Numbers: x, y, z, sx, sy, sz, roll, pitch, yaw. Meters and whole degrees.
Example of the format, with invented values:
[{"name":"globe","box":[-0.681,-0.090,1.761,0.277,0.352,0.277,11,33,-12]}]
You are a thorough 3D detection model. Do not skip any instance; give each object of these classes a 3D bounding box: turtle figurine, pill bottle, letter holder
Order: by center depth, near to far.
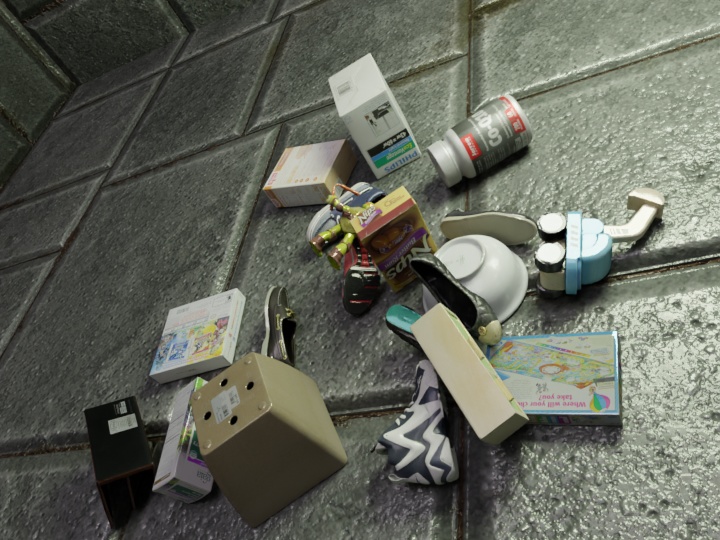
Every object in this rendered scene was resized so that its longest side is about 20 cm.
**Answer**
[{"name":"letter holder","box":[-0.462,0.373,1.179,0.099,0.144,0.200,-13,33,-24]},{"name":"turtle figurine","box":[-0.011,-0.078,1.180,0.199,0.065,0.161,40,71,11]},{"name":"pill bottle","box":[0.248,-0.267,1.271,0.198,0.114,0.114,-31,41,5]}]

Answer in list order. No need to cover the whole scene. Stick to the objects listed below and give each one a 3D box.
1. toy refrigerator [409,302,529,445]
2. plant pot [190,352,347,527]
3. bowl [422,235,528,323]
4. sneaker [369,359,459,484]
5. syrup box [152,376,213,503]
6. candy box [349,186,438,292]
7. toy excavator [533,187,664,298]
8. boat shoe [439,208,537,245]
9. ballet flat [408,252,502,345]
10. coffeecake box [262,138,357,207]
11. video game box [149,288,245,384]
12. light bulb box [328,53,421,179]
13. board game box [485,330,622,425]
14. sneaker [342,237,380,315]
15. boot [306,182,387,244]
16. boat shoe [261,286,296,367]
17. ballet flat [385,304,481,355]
[{"name":"toy refrigerator","box":[0.160,0.148,0.894,0.070,0.076,0.201,-39,55,12]},{"name":"plant pot","box":[-0.170,0.260,1.012,0.199,0.178,0.200,-34,41,1]},{"name":"bowl","box":[0.189,0.005,1.075,0.199,0.091,0.203,-18,43,18]},{"name":"sneaker","box":[0.072,0.238,0.941,0.128,0.080,0.201,-15,54,10]},{"name":"syrup box","box":[-0.308,0.311,1.116,0.081,0.078,0.202,-36,35,32]},{"name":"candy box","box":[0.071,-0.051,1.119,0.116,0.200,0.057,-33,55,3]},{"name":"toy excavator","box":[0.393,-0.049,0.998,0.197,0.100,0.196,3,54,19]},{"name":"boat shoe","box":[0.245,-0.095,1.144,0.198,0.073,0.063,4,44,41]},{"name":"ballet flat","box":[0.151,0.049,0.990,0.200,0.056,0.067,46,124,25]},{"name":"coffeecake box","box":[-0.127,-0.244,1.535,0.198,0.073,0.155,0,52,34]},{"name":"video game box","box":[-0.359,0.145,1.349,0.198,0.047,0.184,-17,42,21]},{"name":"light bulb box","box":[0.033,-0.366,1.444,0.124,0.201,0.200,-27,41,12]},{"name":"board game box","box":[0.283,0.161,0.906,0.197,0.034,0.136,-7,48,30]},{"name":"sneaker","box":[0.000,0.000,1.235,0.073,0.087,0.203,9,68,-7]},{"name":"boot","box":[-0.030,-0.120,1.351,0.200,0.073,0.090,-46,36,-13]},{"name":"boat shoe","box":[-0.157,0.116,1.224,0.060,0.072,0.203,-15,52,16]},{"name":"ballet flat","box":[0.128,0.118,1.019,0.199,0.069,0.068,31,71,37]}]
